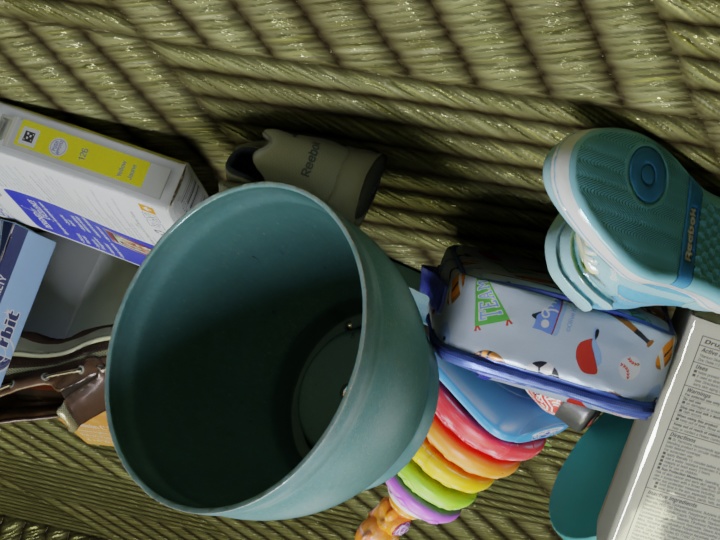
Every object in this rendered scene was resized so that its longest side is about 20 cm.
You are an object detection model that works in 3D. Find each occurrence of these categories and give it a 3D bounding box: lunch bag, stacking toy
[{"bbox_3d":[0.115,0.036,1.502,0.160,0.076,0.200,14,-175,-3],"label":"lunch bag"},{"bbox_3d":[0.057,0.149,1.775,0.110,0.200,0.116,47,-155,22],"label":"stacking toy"}]

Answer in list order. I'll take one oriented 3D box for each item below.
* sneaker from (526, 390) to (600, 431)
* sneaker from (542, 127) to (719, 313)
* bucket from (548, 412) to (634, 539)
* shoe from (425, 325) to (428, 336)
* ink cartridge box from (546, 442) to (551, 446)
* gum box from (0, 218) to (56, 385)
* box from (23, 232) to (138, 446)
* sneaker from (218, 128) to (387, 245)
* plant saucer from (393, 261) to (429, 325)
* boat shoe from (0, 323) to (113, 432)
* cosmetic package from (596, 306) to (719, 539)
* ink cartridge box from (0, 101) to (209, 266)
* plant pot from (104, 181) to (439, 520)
[{"bbox_3d":[0.140,0.059,1.694,0.108,0.067,0.201,39,-173,8],"label":"sneaker"},{"bbox_3d":[0.138,-0.022,1.343,0.130,0.080,0.200,0,158,43],"label":"sneaker"},{"bbox_3d":[0.245,0.168,1.681,0.135,0.207,0.207,46,155,-18],"label":"bucket"},{"bbox_3d":[0.052,0.069,1.842,0.070,0.054,0.200,-1,164,19],"label":"shoe"},{"bbox_3d":[0.055,0.149,2.074,0.148,0.076,0.200,3,160,40],"label":"ink cartridge box"},{"bbox_3d":[-0.328,0.036,1.795,0.044,0.170,0.200,25,172,-37],"label":"gum box"},{"bbox_3d":[-0.215,0.062,1.914,0.124,0.098,0.200,5,151,36],"label":"box"},{"bbox_3d":[-0.053,-0.048,1.488,0.087,0.075,0.200,26,155,-12],"label":"sneaker"},{"bbox_3d":[0.000,0.000,1.690,0.200,0.019,0.070,23,164,-31],"label":"plant saucer"},{"bbox_3d":[-0.208,0.090,1.768,0.202,0.075,0.075,-4,146,20],"label":"boat shoe"},{"bbox_3d":[0.230,0.112,1.513,0.103,0.200,0.073,17,-155,-2],"label":"cosmetic package"},{"bbox_3d":[-0.192,-0.055,1.620,0.200,0.047,0.198,21,168,15],"label":"ink cartridge box"},{"bbox_3d":[-0.036,0.062,1.404,0.200,0.201,0.134,3,166,40],"label":"plant pot"}]
